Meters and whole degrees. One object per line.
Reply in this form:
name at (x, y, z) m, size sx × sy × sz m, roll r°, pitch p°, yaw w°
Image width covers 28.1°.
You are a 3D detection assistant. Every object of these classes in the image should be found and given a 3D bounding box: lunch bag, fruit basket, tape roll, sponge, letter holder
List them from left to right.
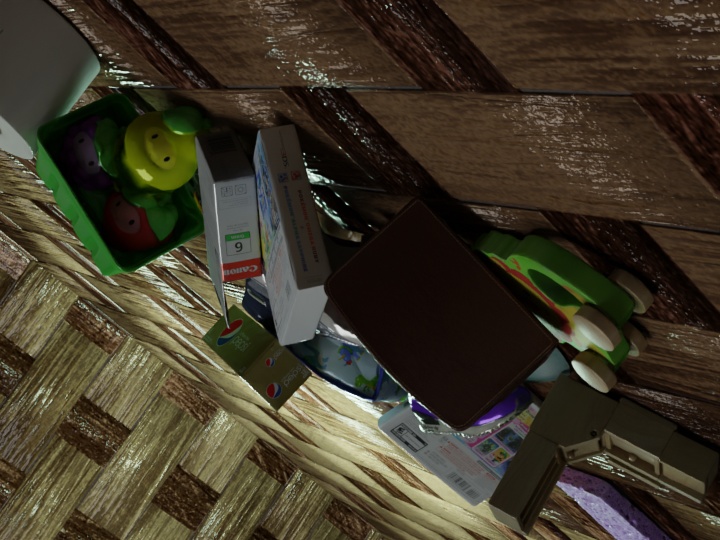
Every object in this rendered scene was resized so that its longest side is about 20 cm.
tape roll at (-0.430, -0.247, 1.708) m, size 0.202 × 0.139 × 0.203 m, roll 32°, pitch 165°, yaw 10°
fruit basket at (-0.264, -0.114, 1.679) m, size 0.215 × 0.155 × 0.216 m, roll 29°, pitch 135°, yaw 34°
lunch bag at (-0.025, 0.082, 1.843) m, size 0.200 × 0.128 × 0.170 m, roll 21°, pitch 180°, yaw 19°
letter holder at (0.073, 0.054, 1.427) m, size 0.200 × 0.142 × 0.101 m, roll 47°, pitch 172°, yaw 9°
sponge at (0.375, 0.358, 2.101) m, size 0.200 × 0.030 × 0.111 m, roll 43°, pitch 164°, yaw -30°

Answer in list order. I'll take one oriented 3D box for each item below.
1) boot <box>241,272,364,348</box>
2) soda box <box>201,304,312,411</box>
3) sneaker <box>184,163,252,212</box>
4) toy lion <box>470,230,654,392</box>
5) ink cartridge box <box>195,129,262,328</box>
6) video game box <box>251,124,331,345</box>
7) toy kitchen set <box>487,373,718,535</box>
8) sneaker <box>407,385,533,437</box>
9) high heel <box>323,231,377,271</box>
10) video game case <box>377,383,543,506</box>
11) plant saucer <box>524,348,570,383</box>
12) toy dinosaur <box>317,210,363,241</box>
boot at (-0.053, 0.052, 1.726) m, size 0.200 × 0.073 × 0.090 m, roll 33°, pitch 137°, yaw 17°
soda box at (-0.130, 0.104, 1.767) m, size 0.068 × 0.064 × 0.200 m, roll 46°, pitch 173°, yaw -21°
sneaker at (-0.176, -0.101, 1.745) m, size 0.200 × 0.077 × 0.078 m, roll 13°, pitch 153°, yaw 51°
toy lion at (0.184, 0.022, 1.391) m, size 0.192 × 0.069 × 0.200 m, roll 38°, pitch 167°, yaw 19°
ink cartridge box at (-0.147, -0.046, 1.639) m, size 0.109 × 0.050 × 0.200 m, roll -117°, pitch 20°, yaw -53°
video game box at (-0.079, -0.034, 1.555) m, size 0.200 × 0.047 × 0.183 m, roll 114°, pitch 141°, yaw -70°
toy kitchen set at (0.286, 0.258, 1.671) m, size 0.200 × 0.181 × 0.163 m, roll 26°, pitch 165°, yaw 22°
sneaker at (0.118, 0.142, 1.738) m, size 0.200 × 0.070 × 0.100 m, roll -11°, pitch 106°, yaw 53°
high heel at (0.000, 0.000, 1.640) m, size 0.096 × 0.068 × 0.200 m, roll 26°, pitch 163°, yaw -33°
video game case at (0.154, 0.209, 1.879) m, size 0.200 × 0.182 × 0.024 m, roll 42°, pitch -153°, yaw -26°
plant saucer at (0.150, 0.083, 1.689) m, size 0.201 × 0.039 × 0.201 m, roll 33°, pitch 166°, yaw 9°
toy dinosaur at (-0.018, -0.027, 1.717) m, size 0.200 × 0.058 × 0.101 m, roll 43°, pitch 148°, yaw -16°
